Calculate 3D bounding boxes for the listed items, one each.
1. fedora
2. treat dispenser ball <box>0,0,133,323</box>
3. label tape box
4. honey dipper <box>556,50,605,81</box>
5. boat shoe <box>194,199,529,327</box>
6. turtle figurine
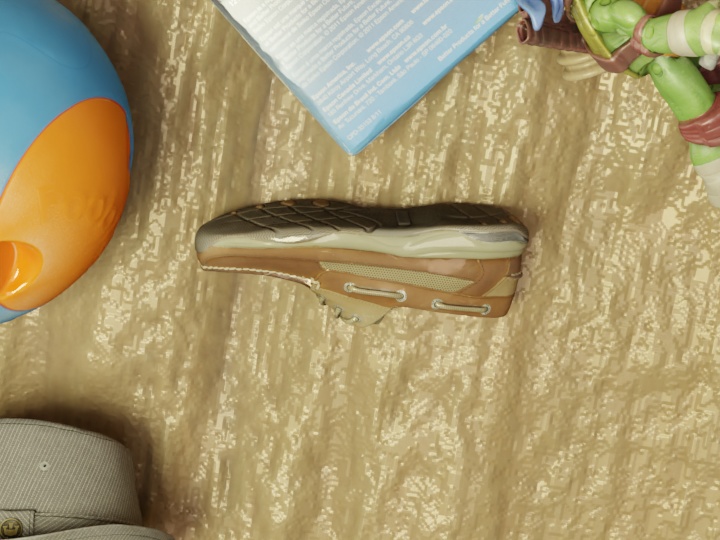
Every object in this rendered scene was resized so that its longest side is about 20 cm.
[{"bbox_3d":[-0.214,0.141,1.214,0.200,0.177,0.090,-5,75,5],"label":"fedora"},{"bbox_3d":[-0.227,-0.068,1.119,0.201,0.201,0.201,0,105,1],"label":"treat dispenser ball"},{"bbox_3d":[-0.017,-0.188,1.154,0.143,0.066,0.200,-41,98,10],"label":"label tape box"},{"bbox_3d":[0.103,-0.208,1.155,0.038,0.038,0.200,-19,106,6],"label":"honey dipper"},{"bbox_3d":[0.000,0.000,1.200,0.200,0.076,0.072,2,107,2],"label":"boat shoe"},{"bbox_3d":[0.202,-0.144,1.104,0.200,0.144,0.194,-39,123,-3],"label":"turtle figurine"}]
